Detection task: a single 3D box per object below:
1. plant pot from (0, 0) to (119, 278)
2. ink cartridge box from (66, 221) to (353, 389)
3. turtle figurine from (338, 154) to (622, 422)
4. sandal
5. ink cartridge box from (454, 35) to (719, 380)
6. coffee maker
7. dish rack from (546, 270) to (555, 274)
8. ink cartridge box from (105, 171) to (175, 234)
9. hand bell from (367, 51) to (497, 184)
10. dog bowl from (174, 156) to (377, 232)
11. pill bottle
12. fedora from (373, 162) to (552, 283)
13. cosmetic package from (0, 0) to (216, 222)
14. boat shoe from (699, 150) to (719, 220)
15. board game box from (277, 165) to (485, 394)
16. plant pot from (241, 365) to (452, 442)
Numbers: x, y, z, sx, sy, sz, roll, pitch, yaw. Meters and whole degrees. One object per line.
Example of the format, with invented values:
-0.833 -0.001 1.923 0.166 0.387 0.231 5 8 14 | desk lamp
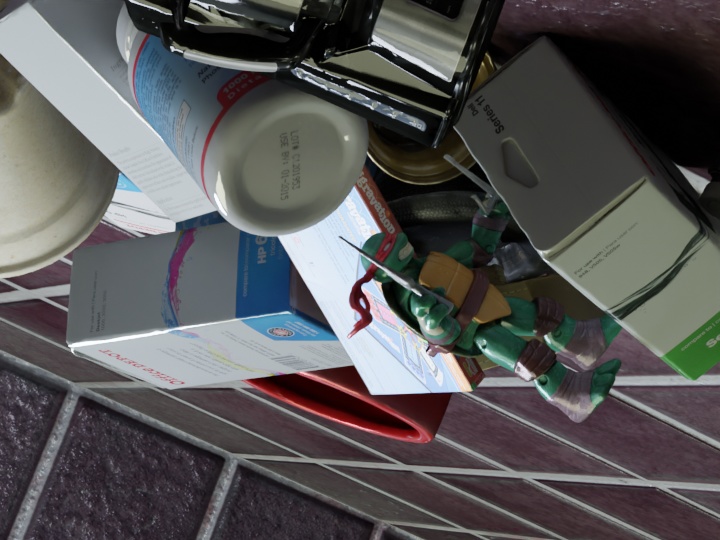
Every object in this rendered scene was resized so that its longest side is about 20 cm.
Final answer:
-0.299 -0.123 1.661 0.200 0.201 0.184 18 156 11 | plant pot
-0.100 0.026 1.607 0.200 0.085 0.144 -10 159 27 | ink cartridge box
0.072 0.012 1.361 0.200 0.150 0.101 32 139 -10 | turtle figurine
0.095 0.030 1.501 0.211 0.078 0.070 -6 -173 34 | sandal
0.161 -0.037 1.345 0.200 0.083 0.147 35 -161 -49 | ink cartridge box
-0.019 -0.164 1.207 0.200 0.135 0.192 22 -173 -1 | coffee maker
0.255 0.014 1.635 0.172 0.044 0.200 28 165 -31 | dish rack
-0.188 -0.081 1.873 0.116 0.068 0.200 12 165 33 | ink cartridge box
0.005 -0.123 1.437 0.104 0.104 0.200 27 179 -25 | hand bell
-0.052 -0.056 1.639 0.200 0.050 0.111 -10 -178 17 | dog bowl
-0.083 -0.115 1.361 0.109 0.109 0.200 33 -169 -42 | pill bottle
0.059 -0.049 1.520 0.200 0.092 0.201 -3 161 -1 | fedora
-0.159 -0.129 1.498 0.200 0.074 0.102 47 154 -17 | cosmetic package
0.309 -0.039 1.302 0.200 0.062 0.075 16 168 28 | boat shoe
0.000 0.000 1.449 0.103 0.019 0.200 -4 123 48 | board game box
-0.003 0.026 1.767 0.200 0.183 0.200 19 166 5 | plant pot
